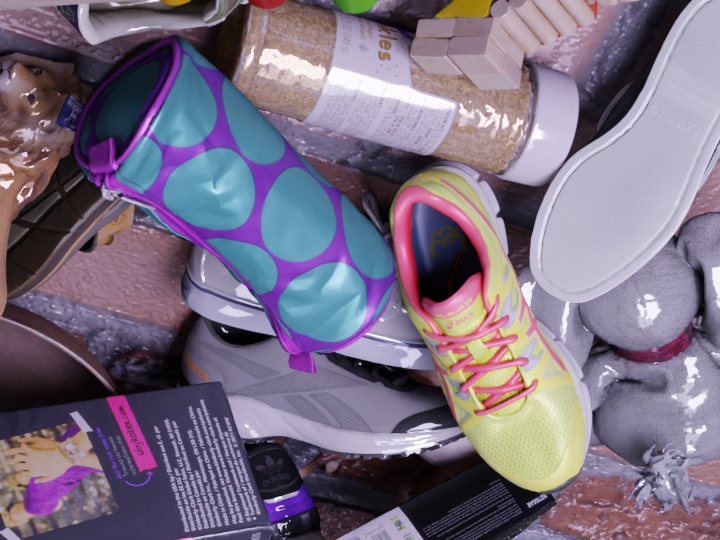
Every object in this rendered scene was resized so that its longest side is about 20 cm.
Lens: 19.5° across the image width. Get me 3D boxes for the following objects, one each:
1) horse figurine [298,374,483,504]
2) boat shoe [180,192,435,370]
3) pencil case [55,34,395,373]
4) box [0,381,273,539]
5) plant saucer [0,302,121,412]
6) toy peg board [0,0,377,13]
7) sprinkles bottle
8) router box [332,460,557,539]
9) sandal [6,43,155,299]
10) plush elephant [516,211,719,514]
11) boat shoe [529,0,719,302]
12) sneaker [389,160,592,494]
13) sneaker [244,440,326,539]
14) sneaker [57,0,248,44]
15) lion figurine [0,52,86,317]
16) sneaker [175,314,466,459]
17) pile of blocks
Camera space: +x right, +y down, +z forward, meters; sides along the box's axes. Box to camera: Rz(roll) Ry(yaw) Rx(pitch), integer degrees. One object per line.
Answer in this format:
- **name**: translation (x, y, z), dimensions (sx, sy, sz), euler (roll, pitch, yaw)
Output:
- **horse figurine**: translation (0.037, 0.110, 1.357), dimensions (0.200, 0.050, 0.133), euler (23, 128, -27)
- **boat shoe**: translation (-0.001, -0.003, 1.252), dimensions (0.201, 0.075, 0.086), euler (13, 118, -9)
- **pencil case**: translation (-0.067, -0.034, 1.124), dimensions (0.200, 0.085, 0.093), euler (42, 69, -36)
- **box**: translation (-0.167, 0.150, 1.201), dimensions (0.199, 0.106, 0.122), euler (-7, 144, -21)
- **plant saucer**: translation (-0.230, 0.079, 1.275), dimensions (0.200, 0.035, 0.201), euler (8, 137, 7)
- **toy peg board**: translation (-0.073, -0.208, 1.003), dimensions (0.199, 0.201, 0.098), euler (-4, 160, 6)
- **sprinkles bottle**: translation (0.020, -0.102, 1.167), dimensions (0.199, 0.068, 0.068), euler (13, 126, -18)
- **router box**: translation (0.013, 0.191, 1.292), dimensions (0.200, 0.051, 0.149), euler (-20, 161, -50)
- **sandal**: translation (-0.153, -0.051, 1.194), dimensions (0.200, 0.082, 0.055), euler (-43, 144, 17)
- **plush elephant**: translation (0.170, 0.033, 1.250), dimensions (0.164, 0.200, 0.155), euler (-7, 112, 7)
- **boat shoe**: translation (0.168, -0.068, 1.181), dimensions (0.076, 0.060, 0.200), euler (39, 99, 7)
- **sneaker**: translation (0.063, 0.035, 1.167), dimensions (0.078, 0.090, 0.200), euler (-27, 84, 14)
- **sneaker**: translation (-0.077, 0.152, 1.348), dimensions (0.069, 0.100, 0.200), euler (-15, 172, -25)
- **sneaker**: translation (-0.065, -0.163, 1.090), dimensions (0.200, 0.090, 0.067), euler (-13, 129, 2)
- **lion figurine**: translation (-0.220, -0.023, 1.151), dimensions (0.122, 0.072, 0.201), euler (6, 85, 5)
- **sneaker**: translation (-0.019, 0.068, 1.271), dimensions (0.200, 0.074, 0.080), euler (7, 98, 11)
- **pile of blocks**: translation (0.116, -0.168, 1.127), dimensions (0.200, 0.082, 0.062), euler (-33, 149, 12)
